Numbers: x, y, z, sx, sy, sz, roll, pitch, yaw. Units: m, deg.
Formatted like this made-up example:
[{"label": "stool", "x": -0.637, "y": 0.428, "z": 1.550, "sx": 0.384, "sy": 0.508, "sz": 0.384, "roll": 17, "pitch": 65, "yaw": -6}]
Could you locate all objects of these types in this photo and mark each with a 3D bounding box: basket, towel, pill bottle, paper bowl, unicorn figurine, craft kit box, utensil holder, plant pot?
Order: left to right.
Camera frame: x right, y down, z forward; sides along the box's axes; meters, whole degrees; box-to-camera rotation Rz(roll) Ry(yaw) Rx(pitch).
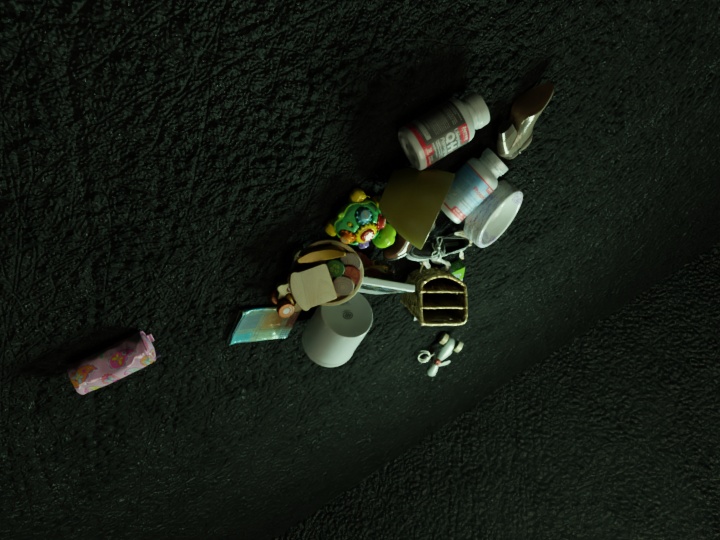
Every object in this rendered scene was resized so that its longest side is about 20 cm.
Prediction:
[{"label": "towel", "x": -0.276, "y": 0.156, "z": 1.499, "sx": 0.198, "sy": 0.022, "sz": 0.147, "roll": -1, "pitch": 135, "yaw": -39}, {"label": "utensil holder", "x": -0.068, "y": 0.169, "z": 1.517, "sx": 0.168, "sy": 0.171, "sz": 0.200, "roll": -12, "pitch": 155, "yaw": -28}, {"label": "plant pot", "x": 0.127, "y": -0.173, "z": 1.274, "sx": 0.200, "sy": 0.141, "sz": 0.202, "roll": 25, "pitch": 90, "yaw": -87}, {"label": "craft kit box", "x": 0.267, "y": 0.073, "z": 1.830, "sx": 0.196, "sy": 0.049, "sz": 0.201, "roll": -26, "pitch": 146, "yaw": -16}, {"label": "basket", "x": 0.255, "y": 0.082, "z": 1.670, "sx": 0.198, "sy": 0.149, "sz": 0.144, "roll": 4, "pitch": 116, "yaw": -29}, {"label": "unicorn figurine", "x": 0.260, "y": -0.056, "z": 1.650, "sx": 0.200, "sy": 0.074, "sz": 0.137, "roll": -50, "pitch": 136, "yaw": -1}, {"label": "pill bottle", "x": 0.196, "y": -0.331, "z": 1.207, "sx": 0.199, "sy": 0.111, "sz": 0.111, "roll": -31, "pitch": 146, "yaw": -2}, {"label": "pill bottle", "x": 0.302, "y": -0.234, "z": 1.418, "sx": 0.200, "sy": 0.109, "sz": 0.108, "roll": -45, "pitch": 145, "yaw": 16}, {"label": "paper bowl", "x": 0.380, "y": -0.177, "z": 1.535, "sx": 0.200, "sy": 0.104, "sz": 0.202, "roll": -36, "pitch": 152, "yaw": -22}]

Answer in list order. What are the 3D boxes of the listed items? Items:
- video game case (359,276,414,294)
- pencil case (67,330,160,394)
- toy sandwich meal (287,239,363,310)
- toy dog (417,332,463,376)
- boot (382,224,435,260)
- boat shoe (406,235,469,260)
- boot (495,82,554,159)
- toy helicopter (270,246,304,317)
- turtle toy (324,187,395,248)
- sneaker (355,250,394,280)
[{"label": "video game case", "x": 0.025, "y": 0.044, "z": 1.489, "sx": 0.198, "sy": 0.024, "sz": 0.181, "roll": 10, "pitch": 170, "yaw": -36}, {"label": "pencil case", "x": -0.600, "y": 0.222, "z": 1.259, "sx": 0.199, "sy": 0.088, "sz": 0.088, "roll": -27, "pitch": 146, "yaw": -11}, {"label": "toy sandwich meal", "x": -0.089, "y": 0.017, "z": 1.320, "sx": 0.203, "sy": 0.070, "sz": 0.207, "roll": -1, "pitch": 114, "yaw": -3}, {"label": "toy dog", "x": 0.343, "y": 0.344, "z": 2.188, "sx": 0.199, "sy": 0.132, "sz": 0.096, "roll": -36, "pitch": -175, "yaw": 12}, {"label": "boot", "x": 0.110, "y": -0.131, "z": 1.425, "sx": 0.187, "sy": 0.069, "sz": 0.200, "roll": -33, "pitch": 144, "yaw": 7}, {"label": "boat shoe", "x": 0.233, "y": -0.069, "z": 1.556, "sx": 0.197, "sy": 0.075, "sz": 0.068, "roll": -4, "pitch": -179, "yaw": -12}, {"label": "boot", "x": 0.442, "y": -0.391, "z": 1.388, "sx": 0.200, "sy": 0.071, "sz": 0.146, "roll": -40, "pitch": 152, "yaw": 12}, {"label": "toy helicopter", "x": -0.163, "y": 0.028, "z": 1.392, "sx": 0.131, "sy": 0.079, "sz": 0.202, "roll": -4, "pitch": 124, "yaw": -27}, {"label": "turtle toy", "x": 0.013, "y": -0.115, "z": 1.331, "sx": 0.199, "sy": 0.101, "sz": 0.146, "roll": 14, "pitch": 124, "yaw": -48}, {"label": "sneaker", "x": 0.000, "y": 0.000, "z": 1.481, "sx": 0.198, "sy": 0.079, "sz": 0.082, "roll": 17, "pitch": 158, "yaw": -31}]
